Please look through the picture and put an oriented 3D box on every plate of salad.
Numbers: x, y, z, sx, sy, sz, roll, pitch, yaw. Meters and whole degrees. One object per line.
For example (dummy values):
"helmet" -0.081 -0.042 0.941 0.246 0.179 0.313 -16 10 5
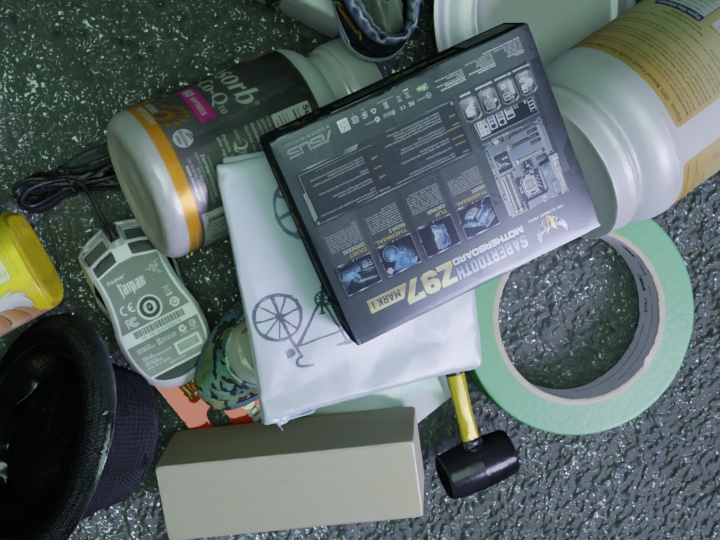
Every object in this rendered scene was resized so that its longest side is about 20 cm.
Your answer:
"plate of salad" 0.140 -0.211 0.955 0.199 0.048 0.201 -7 105 -27

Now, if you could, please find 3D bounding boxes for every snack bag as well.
"snack bag" 0.000 0.000 0.861 0.188 0.021 0.201 -13 103 -18

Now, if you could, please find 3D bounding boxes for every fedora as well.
"fedora" -0.219 0.134 0.898 0.091 0.200 0.202 15 93 -42

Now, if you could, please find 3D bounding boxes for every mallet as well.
"mallet" 0.086 0.085 0.935 0.066 0.041 0.201 -13 109 -16

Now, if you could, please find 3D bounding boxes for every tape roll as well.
"tape roll" 0.177 0.035 0.984 0.199 0.048 0.202 -1 94 -8

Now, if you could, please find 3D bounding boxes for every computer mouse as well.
"computer mouse" -0.185 0.000 0.933 0.109 0.044 0.201 -26 92 -11

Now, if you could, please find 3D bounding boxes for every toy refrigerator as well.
"toy refrigerator" -0.052 0.162 0.923 0.199 0.076 0.070 -7 103 5

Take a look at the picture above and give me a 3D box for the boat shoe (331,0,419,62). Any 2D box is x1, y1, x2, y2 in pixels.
"boat shoe" -0.006 -0.249 0.826 0.071 0.091 0.201 -22 96 -7

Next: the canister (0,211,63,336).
"canister" -0.327 0.036 0.862 0.199 0.149 0.087 -29 98 -7

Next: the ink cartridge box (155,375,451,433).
"ink cartridge box" -0.043 0.091 0.956 0.200 0.047 0.160 -38 99 -6

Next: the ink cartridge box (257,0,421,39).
"ink cartridge box" -0.035 -0.275 0.910 0.199 0.086 0.147 24 91 -11

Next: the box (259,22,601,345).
"box" 0.051 -0.062 0.820 0.199 0.051 0.158 -26 106 -6

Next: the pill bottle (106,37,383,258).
"pill bottle" -0.081 -0.099 0.890 0.199 0.116 0.117 -27 98 -20

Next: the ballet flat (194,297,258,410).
"ballet flat" -0.050 0.032 0.896 0.074 0.074 0.200 45 88 -9

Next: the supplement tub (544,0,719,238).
"supplement tub" 0.225 -0.128 0.910 0.200 0.144 0.145 -34 99 -19
